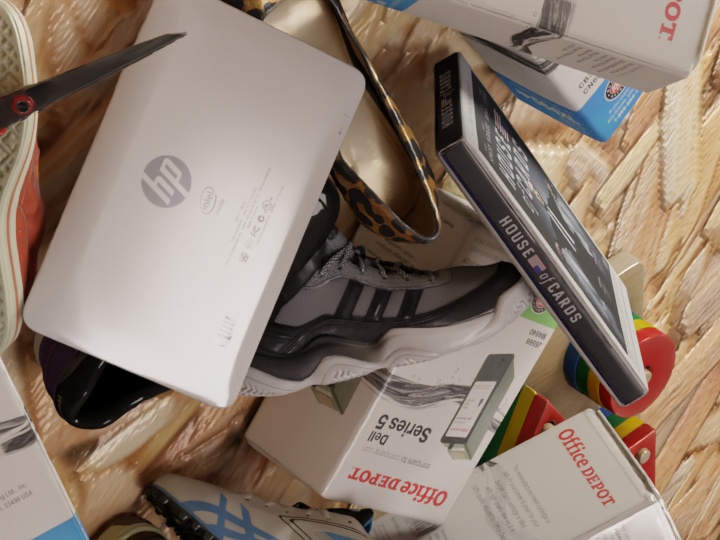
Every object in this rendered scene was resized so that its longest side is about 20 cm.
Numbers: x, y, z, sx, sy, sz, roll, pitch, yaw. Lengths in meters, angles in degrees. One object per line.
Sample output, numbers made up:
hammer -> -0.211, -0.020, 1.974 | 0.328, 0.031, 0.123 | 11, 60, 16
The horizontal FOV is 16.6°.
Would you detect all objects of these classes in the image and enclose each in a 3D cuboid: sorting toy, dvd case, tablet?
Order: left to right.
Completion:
tablet -> -0.087, -0.040, 1.326 | 0.130, 0.014, 0.201 | 24, 85, -21
dvd case -> 0.108, -0.027, 1.510 | 0.025, 0.150, 0.200 | -31, 111, 14
sorting toy -> 0.146, 0.120, 1.783 | 0.200, 0.070, 0.199 | -31, 136, -29

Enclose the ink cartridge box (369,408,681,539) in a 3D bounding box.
ink cartridge box -> 0.104, 0.193, 1.647 | 0.199, 0.146, 0.085 | -29, 115, 0

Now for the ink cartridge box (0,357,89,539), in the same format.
ink cartridge box -> -0.237, 0.105, 1.240 | 0.146, 0.086, 0.201 | -27, 97, -18

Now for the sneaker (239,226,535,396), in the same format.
sneaker -> 0.000, 0.000, 1.470 | 0.199, 0.075, 0.114 | -15, 101, -1

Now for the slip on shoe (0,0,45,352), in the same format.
slip on shoe -> -0.197, -0.052, 1.291 | 0.061, 0.074, 0.201 | -61, 157, -61

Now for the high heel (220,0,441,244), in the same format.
high heel -> -0.012, -0.104, 1.377 | 0.071, 0.143, 0.200 | -36, 140, -9

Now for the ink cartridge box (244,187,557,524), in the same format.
ink cartridge box -> 0.036, 0.054, 1.600 | 0.145, 0.084, 0.201 | 20, 101, -52

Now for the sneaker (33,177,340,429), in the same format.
sneaker -> -0.088, 0.022, 1.385 | 0.200, 0.088, 0.076 | -37, 121, 4

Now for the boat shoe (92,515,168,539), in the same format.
boat shoe -> -0.175, 0.250, 1.517 | 0.075, 0.075, 0.203 | 30, 92, -46

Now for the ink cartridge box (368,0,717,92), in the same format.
ink cartridge box -> 0.100, -0.199, 1.366 | 0.199, 0.084, 0.146 | 17, 84, -9

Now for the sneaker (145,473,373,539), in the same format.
sneaker -> -0.038, 0.170, 1.542 | 0.072, 0.199, 0.073 | 106, 8, -72

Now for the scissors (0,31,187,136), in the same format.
scissors -> -0.177, -0.075, 1.237 | 0.199, 0.014, 0.073 | -10, 121, 3

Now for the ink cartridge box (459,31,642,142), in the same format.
ink cartridge box -> 0.125, -0.193, 1.514 | 0.146, 0.084, 0.200 | -54, 143, -4
